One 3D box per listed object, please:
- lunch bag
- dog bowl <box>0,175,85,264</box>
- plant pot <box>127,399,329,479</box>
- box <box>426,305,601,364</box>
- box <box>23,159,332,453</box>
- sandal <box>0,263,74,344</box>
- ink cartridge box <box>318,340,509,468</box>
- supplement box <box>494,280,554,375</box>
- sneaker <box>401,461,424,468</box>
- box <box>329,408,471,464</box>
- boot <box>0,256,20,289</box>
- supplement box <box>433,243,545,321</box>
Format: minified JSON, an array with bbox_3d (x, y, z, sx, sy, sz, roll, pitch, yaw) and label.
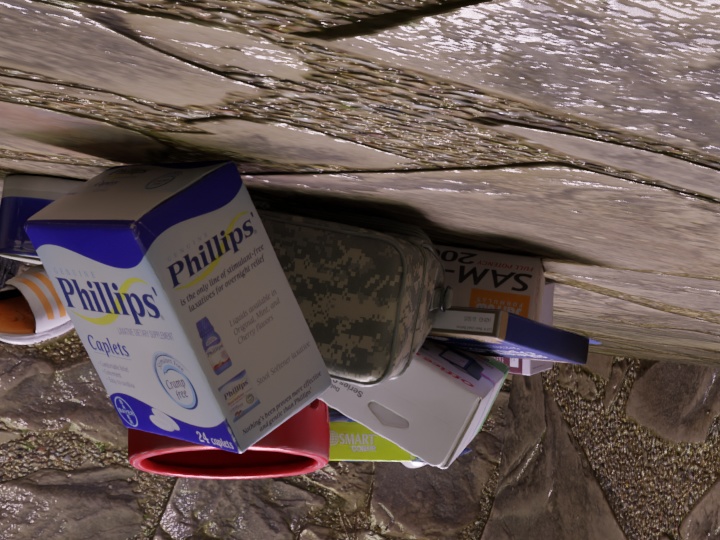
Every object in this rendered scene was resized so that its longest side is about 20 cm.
[{"bbox_3d":[-0.031,0.014,1.306,0.199,0.140,0.168,10,-174,17],"label":"lunch bag"},{"bbox_3d":[-0.266,-0.039,1.479,0.199,0.079,0.200,8,176,1],"label":"dog bowl"},{"bbox_3d":[-0.132,0.107,1.460,0.200,0.183,0.200,-3,164,-1],"label":"plant pot"},{"bbox_3d":[0.139,0.065,1.427,0.121,0.033,0.200,3,172,39],"label":"box"},{"bbox_3d":[-0.145,0.025,1.142,0.105,0.200,0.184,-35,-158,-32],"label":"box"},{"bbox_3d":[-0.301,0.018,1.464,0.079,0.059,0.206,25,-154,29],"label":"sandal"},{"bbox_3d":[0.057,0.111,1.453,0.145,0.088,0.200,28,-168,10],"label":"ink cartridge box"},{"bbox_3d":[0.134,0.060,1.773,0.199,0.109,0.061,6,-170,35],"label":"supplement box"},{"bbox_3d":[0.045,0.107,1.664,0.080,0.200,0.147,-16,131,31],"label":"sneaker"},{"bbox_3d":[0.006,0.176,1.562,0.199,0.048,0.122,-2,180,24],"label":"box"},{"bbox_3d":[-0.509,0.002,2.008,0.079,0.158,0.211,9,176,-13],"label":"boot"},{"bbox_3d":[0.130,0.024,1.553,0.126,0.074,0.200,7,175,9],"label":"supplement box"}]
